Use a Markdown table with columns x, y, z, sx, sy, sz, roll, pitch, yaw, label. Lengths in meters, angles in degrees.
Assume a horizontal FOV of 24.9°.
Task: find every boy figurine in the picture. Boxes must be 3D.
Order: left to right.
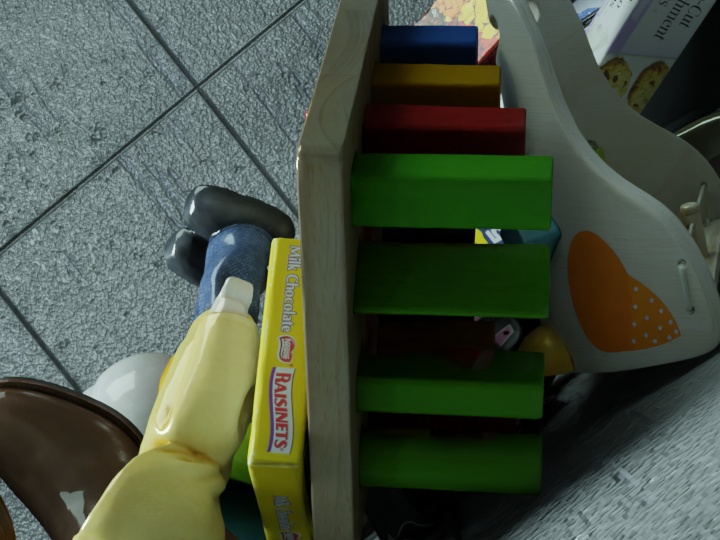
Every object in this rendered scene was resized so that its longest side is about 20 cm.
| x | y | z | sx | sy | sz | roll | pitch | yaw | label |
| --- | --- | --- | --- | --- | --- | --- | --- | --- | --- |
| -0.080 | 0.061 | 0.747 | 0.125 | 0.064 | 0.201 | 123 | 165 | -48 | boy figurine |

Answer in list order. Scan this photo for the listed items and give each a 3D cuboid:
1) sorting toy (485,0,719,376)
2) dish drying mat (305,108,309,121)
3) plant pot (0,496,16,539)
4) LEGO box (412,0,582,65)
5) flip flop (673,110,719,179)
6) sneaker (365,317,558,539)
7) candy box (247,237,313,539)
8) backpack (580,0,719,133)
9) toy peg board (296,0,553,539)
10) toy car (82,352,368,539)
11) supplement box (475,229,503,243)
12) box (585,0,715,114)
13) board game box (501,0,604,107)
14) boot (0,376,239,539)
| x | y | z | sx | sy | sz | roll | pitch | yaw | label |
| --- | --- | --- | --- | --- | --- | --- | --- | --- | --- |
| 0.105 | -0.059 | 0.790 | 0.106 | 0.182 | 0.200 | -17 | 8 | 18 | sorting toy |
| 0.000 | 0.000 | 0.864 | 0.076 | 0.018 | 0.202 | -22 | -52 | -35 | dish drying mat |
| -0.231 | 0.188 | 0.766 | 0.200 | 0.201 | 0.183 | -39 | 45 | -16 | plant pot |
| 0.139 | -0.146 | 1.174 | 0.149 | 0.077 | 0.200 | -46 | -41 | 4 | LEGO box |
| 0.152 | -0.021 | 0.920 | 0.199 | 0.082 | 0.058 | -32 | 3 | 32 | flip flop |
| 0.056 | 0.062 | 0.844 | 0.086 | 0.081 | 0.200 | -26 | 14 | 32 | sneaker |
| -0.029 | 0.074 | 0.761 | 0.026 | 0.103 | 0.200 | 1 | -25 | 2 | candy box |
| 0.239 | -0.146 | 0.979 | 0.177 | 0.151 | 0.200 | -37 | 5 | 39 | backpack |
| 0.035 | -0.007 | 0.723 | 0.097 | 0.202 | 0.200 | 2 | 31 | 6 | toy peg board |
| -0.093 | 0.144 | 0.967 | 0.200 | 0.173 | 0.151 | 146 | 141 | -67 | toy car |
| 0.081 | 0.009 | 1.076 | 0.200 | 0.109 | 0.109 | -39 | 1 | 42 | supplement box |
| 0.136 | -0.106 | 0.881 | 0.201 | 0.041 | 0.039 | -58 | 21 | 26 | box |
| 0.192 | -0.118 | 1.146 | 0.199 | 0.041 | 0.200 | -39 | -41 | -5 | board game box |
| -0.140 | 0.133 | 0.726 | 0.065 | 0.185 | 0.200 | -59 | -7 | 19 | boot |
